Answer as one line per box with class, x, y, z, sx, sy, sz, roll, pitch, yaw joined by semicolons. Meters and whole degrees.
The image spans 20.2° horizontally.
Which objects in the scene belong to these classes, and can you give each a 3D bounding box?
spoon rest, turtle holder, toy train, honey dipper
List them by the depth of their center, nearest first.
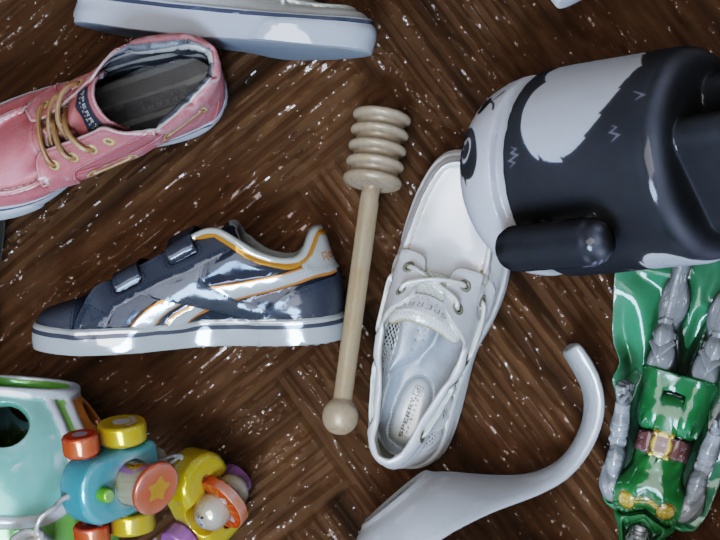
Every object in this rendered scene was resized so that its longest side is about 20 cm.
spoon rest;0.074;0.130;1.229;0.200;0.099;0.061;-41;88;-1
toy train;-0.119;0.175;1.233;0.055;0.200;0.151;7;69;41
honey dipper;0.000;0.000;1.238;0.038;0.038;0.202;5;77;12
turtle holder;-0.236;0.133;1.272;0.184;0.141;0.133;7;95;25

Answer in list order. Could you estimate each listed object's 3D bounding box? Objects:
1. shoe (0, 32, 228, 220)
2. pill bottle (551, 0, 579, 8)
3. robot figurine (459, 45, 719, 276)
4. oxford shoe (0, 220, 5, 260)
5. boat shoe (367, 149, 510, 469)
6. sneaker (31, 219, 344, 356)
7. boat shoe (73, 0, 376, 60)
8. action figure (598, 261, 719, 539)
shoe;-0.176;-0.092;1.244;0.198;0.091;0.072;-21;84;-6
pill bottle;0.093;-0.261;1.197;0.111;0.111;0.201;-35;85;11
robot figurine;0.150;-0.062;1.161;0.199;0.149;0.126;-6;85;42
oxford shoe;-0.284;0.033;1.324;0.071;0.071;0.202;15;94;38
boat shoe;0.046;0.026;1.237;0.070;0.069;0.202;12;93;14
sneaker;-0.109;0.010;1.269;0.198;0.078;0.080;-4;96;1
boat shoe;-0.081;-0.183;1.265;0.200;0.074;0.087;9;90;22
action figure;0.188;0.081;1.216;0.117;0.055;0.202;14;95;17
